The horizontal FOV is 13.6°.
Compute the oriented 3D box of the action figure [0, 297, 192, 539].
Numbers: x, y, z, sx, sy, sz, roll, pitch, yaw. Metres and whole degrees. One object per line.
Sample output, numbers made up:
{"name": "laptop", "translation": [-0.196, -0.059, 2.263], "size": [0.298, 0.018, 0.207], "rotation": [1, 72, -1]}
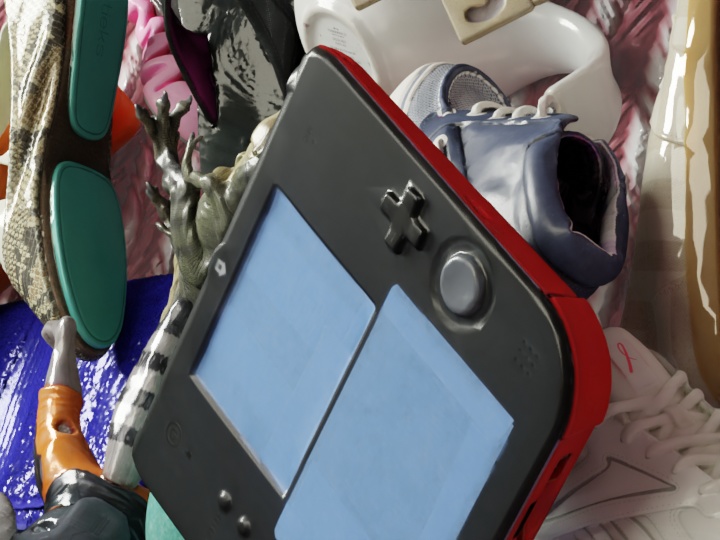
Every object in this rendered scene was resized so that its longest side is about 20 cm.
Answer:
{"name": "action figure", "translation": [-0.139, 0.098, 1.261], "size": [0.194, 0.199, 0.105], "rotation": [-65, 6, -36]}

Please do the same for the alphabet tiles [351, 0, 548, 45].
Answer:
{"name": "alphabet tiles", "translation": [0.046, -0.201, 1.232], "size": [0.166, 0.006, 0.201], "rotation": [-26, 74, 7]}

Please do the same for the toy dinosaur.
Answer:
{"name": "toy dinosaur", "translation": [-0.069, -0.020, 1.308], "size": [0.088, 0.047, 0.201], "rotation": [63, 146, 33]}

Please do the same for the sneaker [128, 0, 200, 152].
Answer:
{"name": "sneaker", "translation": [-0.070, -0.140, 1.462], "size": [0.095, 0.079, 0.201], "rotation": [-42, 46, 18]}

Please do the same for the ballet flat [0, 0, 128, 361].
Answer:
{"name": "ballet flat", "translation": [-0.147, -0.052, 1.407], "size": [0.075, 0.068, 0.201], "rotation": [-9, 74, 29]}

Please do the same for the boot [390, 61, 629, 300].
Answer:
{"name": "boot", "translation": [0.059, -0.033, 1.122], "size": [0.090, 0.073, 0.201], "rotation": [-43, 26, 27]}

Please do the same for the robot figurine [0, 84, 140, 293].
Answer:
{"name": "robot figurine", "translation": [-0.207, -0.041, 1.502], "size": [0.200, 0.117, 0.144], "rotation": [-40, 20, -1]}

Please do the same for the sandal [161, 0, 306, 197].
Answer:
{"name": "sandal", "translation": [-0.054, -0.099, 1.357], "size": [0.075, 0.048, 0.202], "rotation": [-13, 83, 27]}

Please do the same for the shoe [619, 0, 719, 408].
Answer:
{"name": "shoe", "translation": [0.127, -0.041, 1.125], "size": [0.053, 0.070, 0.201], "rotation": [-13, 60, 39]}

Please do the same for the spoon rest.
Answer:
{"name": "spoon rest", "translation": [0.041, -0.092, 1.275], "size": [0.060, 0.100, 0.200], "rotation": [-33, 34, -26]}

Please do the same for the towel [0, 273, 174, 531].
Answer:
{"name": "towel", "translation": [-0.147, 0.074, 1.435], "size": [0.199, 0.049, 0.149], "rotation": [-9, 62, 50]}

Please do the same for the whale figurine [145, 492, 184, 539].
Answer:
{"name": "whale figurine", "translation": [-0.021, 0.105, 1.174], "size": [0.160, 0.103, 0.200], "rotation": [-63, 20, 2]}

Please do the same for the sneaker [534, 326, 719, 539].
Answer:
{"name": "sneaker", "translation": [0.103, 0.070, 1.044], "size": [0.199, 0.078, 0.100], "rotation": [1, 108, 52]}

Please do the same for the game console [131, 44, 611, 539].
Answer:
{"name": "game console", "translation": [-0.003, 0.049, 1.057], "size": [0.177, 0.031, 0.201], "rotation": [47, 126, 31]}
